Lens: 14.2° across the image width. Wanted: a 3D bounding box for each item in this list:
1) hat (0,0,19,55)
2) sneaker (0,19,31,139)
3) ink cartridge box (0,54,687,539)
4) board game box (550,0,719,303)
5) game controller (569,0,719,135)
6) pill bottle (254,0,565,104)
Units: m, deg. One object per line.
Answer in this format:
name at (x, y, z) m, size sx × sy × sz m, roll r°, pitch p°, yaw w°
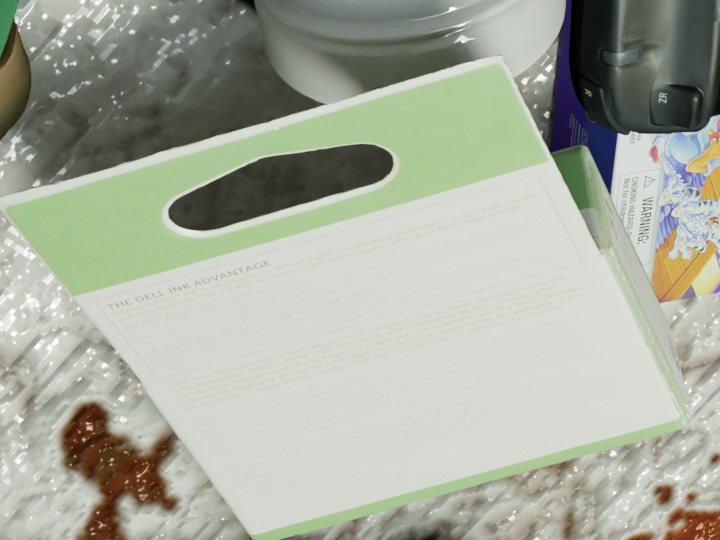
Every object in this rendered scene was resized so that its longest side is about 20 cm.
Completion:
hat at (-0.212, -0.088, 0.721) m, size 0.200 × 0.176 × 0.166 m, roll -26°, pitch 120°, yaw -41°
sneaker at (-0.176, -0.002, 0.785) m, size 0.200 × 0.067 × 0.090 m, roll -27°, pitch 143°, yaw -10°
ink cartridge box at (0.000, 0.000, 0.822) m, size 0.145 × 0.048 × 0.200 m, roll -16°, pitch 142°, yaw 12°
board game box at (0.132, -0.091, 0.877) m, size 0.134 × 0.045 × 0.201 m, roll -10°, pitch 126°, yaw -19°
game controller at (0.109, -0.130, 0.791) m, size 0.104 × 0.042 × 0.201 m, roll -21°, pitch 131°, yaw -29°
pill bottle at (0.000, -0.146, 0.732) m, size 0.113 × 0.113 × 0.201 m, roll -20°, pitch 129°, yaw -12°
